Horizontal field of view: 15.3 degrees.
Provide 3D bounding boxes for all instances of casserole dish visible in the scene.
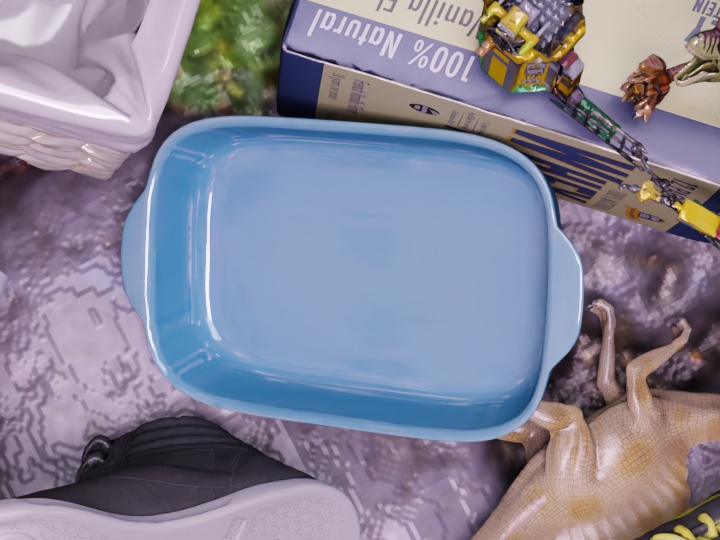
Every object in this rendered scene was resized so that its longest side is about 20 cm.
[{"bbox_3d":[0.000,0.000,1.060,0.199,0.039,0.122,6,100,25],"label":"casserole dish"}]

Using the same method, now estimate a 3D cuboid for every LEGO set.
[{"bbox_3d":[0.138,-0.085,0.926,0.154,0.116,0.200,-39,80,-10],"label":"LEGO set"}]

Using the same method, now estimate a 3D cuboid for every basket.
[{"bbox_3d":[-0.157,-0.123,0.998,0.199,0.123,0.136,17,77,-5],"label":"basket"}]

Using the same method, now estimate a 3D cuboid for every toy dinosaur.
[{"bbox_3d":[0.084,0.077,1.082,0.199,0.058,0.101,-31,87,-6],"label":"toy dinosaur"}]

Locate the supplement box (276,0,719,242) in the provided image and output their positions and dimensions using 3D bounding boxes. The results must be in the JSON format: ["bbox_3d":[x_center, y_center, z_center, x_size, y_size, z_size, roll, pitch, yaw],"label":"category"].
[{"bbox_3d":[0.088,-0.139,1.068,0.199,0.134,0.201,17,83,0],"label":"supplement box"}]

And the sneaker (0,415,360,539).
[{"bbox_3d":[-0.109,0.106,1.034,0.199,0.099,0.071,-7,105,-26],"label":"sneaker"}]

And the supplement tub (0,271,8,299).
[{"bbox_3d":[-0.227,0.073,1.024,0.144,0.144,0.201,21,82,0],"label":"supplement tub"}]

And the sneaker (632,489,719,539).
[{"bbox_3d":[0.143,0.124,1.040,0.200,0.085,0.074,-43,63,-12],"label":"sneaker"}]
